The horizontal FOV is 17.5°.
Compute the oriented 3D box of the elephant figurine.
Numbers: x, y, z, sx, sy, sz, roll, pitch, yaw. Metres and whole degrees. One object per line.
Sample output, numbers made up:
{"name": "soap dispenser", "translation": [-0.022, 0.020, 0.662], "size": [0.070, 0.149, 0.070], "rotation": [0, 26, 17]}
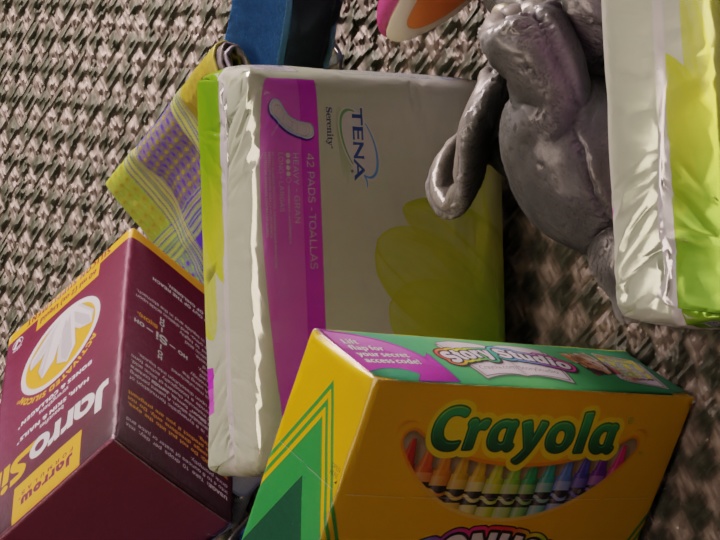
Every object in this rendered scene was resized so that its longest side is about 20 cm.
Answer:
{"name": "elephant figurine", "translation": [0.097, -0.070, 1.112], "size": [0.142, 0.155, 0.200], "rotation": [49, 163, -9]}

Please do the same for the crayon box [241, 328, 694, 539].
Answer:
{"name": "crayon box", "translation": [0.043, 0.120, 1.089], "size": [0.058, 0.199, 0.174], "rotation": [38, 115, 45]}

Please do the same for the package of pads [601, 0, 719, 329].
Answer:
{"name": "package of pads", "translation": [0.168, -0.075, 0.975], "size": [0.068, 0.154, 0.202], "rotation": [-6, 83, 42]}

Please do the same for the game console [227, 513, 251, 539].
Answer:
{"name": "game console", "translation": [-0.106, 0.178, 1.278], "size": [0.169, 0.200, 0.119], "rotation": [-8, 101, 18]}

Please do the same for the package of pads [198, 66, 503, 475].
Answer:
{"name": "package of pads", "translation": [0.000, 0.000, 1.185], "size": [0.068, 0.153, 0.202], "rotation": [-9, 81, 59]}

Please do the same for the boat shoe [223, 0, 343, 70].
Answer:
{"name": "boat shoe", "translation": [-0.036, -0.113, 1.316], "size": [0.084, 0.068, 0.201], "rotation": [53, 146, 24]}

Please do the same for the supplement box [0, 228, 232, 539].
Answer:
{"name": "supplement box", "translation": [-0.135, 0.085, 1.281], "size": [0.110, 0.086, 0.201], "rotation": [-40, 26, 21]}

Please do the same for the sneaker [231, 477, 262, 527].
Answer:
{"name": "sneaker", "translation": [-0.116, 0.130, 1.420], "size": [0.200, 0.075, 0.082], "rotation": [-37, 69, 47]}

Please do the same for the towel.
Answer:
{"name": "towel", "translation": [-0.079, -0.034, 1.346], "size": [0.144, 0.023, 0.200], "rotation": [59, 148, 5]}

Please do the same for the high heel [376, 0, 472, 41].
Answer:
{"name": "high heel", "translation": [0.051, -0.218, 1.201], "size": [0.096, 0.067, 0.201], "rotation": [49, 122, 29]}
